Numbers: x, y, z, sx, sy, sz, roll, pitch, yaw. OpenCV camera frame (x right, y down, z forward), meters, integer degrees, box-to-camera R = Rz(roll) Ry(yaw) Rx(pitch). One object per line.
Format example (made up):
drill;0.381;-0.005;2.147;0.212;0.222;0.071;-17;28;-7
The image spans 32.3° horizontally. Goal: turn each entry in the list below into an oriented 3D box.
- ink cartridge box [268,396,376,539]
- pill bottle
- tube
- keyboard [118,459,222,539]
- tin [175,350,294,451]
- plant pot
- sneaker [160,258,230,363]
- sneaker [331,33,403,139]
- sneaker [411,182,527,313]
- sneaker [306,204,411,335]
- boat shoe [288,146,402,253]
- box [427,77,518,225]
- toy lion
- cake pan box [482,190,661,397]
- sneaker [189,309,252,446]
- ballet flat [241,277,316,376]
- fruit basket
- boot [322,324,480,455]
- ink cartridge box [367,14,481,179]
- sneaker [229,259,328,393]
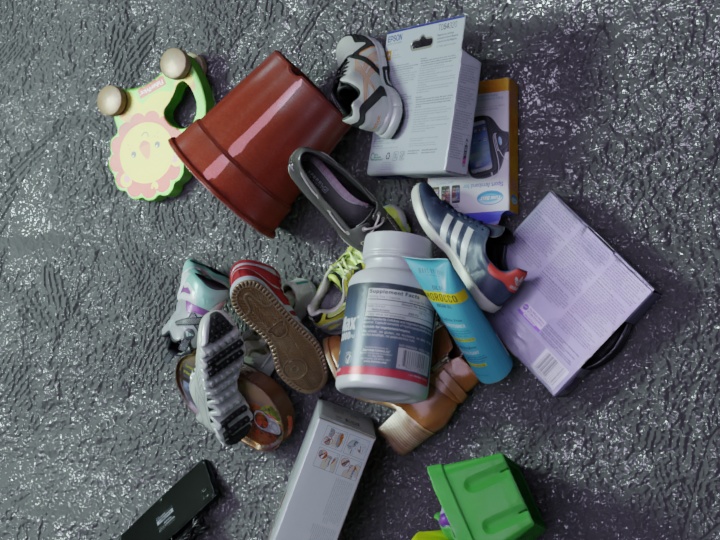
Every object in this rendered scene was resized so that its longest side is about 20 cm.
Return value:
ink cartridge box;-0.053;0.283;1.656;0.083;0.176;0.202;20;94;-3
pill bottle;0.037;0.059;1.571;0.119;0.119;0.202;0;74;27
tube;0.125;0.054;1.529;0.077;0.201;0.051;0;45;43
keyboard;-0.269;0.374;1.809;0.200;0.040;0.104;-44;44;17
tin;-0.176;0.177;1.748;0.199;0.042;0.113;25;132;27
plant pot;-0.128;-0.184;1.722;0.195;0.201;0.201;-47;66;5
sneaker;-0.240;0.065;1.743;0.077;0.200;0.141;26;95;-6
sneaker;-0.005;-0.262;1.689;0.074;0.079;0.201;-61;33;33
sneaker;0.142;-0.046;1.576;0.084;0.075;0.201;-41;67;20
sneaker;0.000;0.000;1.686;0.075;0.076;0.201;33;97;28
boat shoe;-0.017;-0.085;1.632;0.200;0.057;0.067;43;80;-4
box;0.149;-0.148;1.650;0.118;0.041;0.202;-2;84;28
toy lion;-0.303;-0.210;1.883;0.199;0.069;0.193;-26;80;22
cake pan box;0.251;0.032;1.568;0.200;0.052;0.185;46;107;24
sneaker;-0.201;0.141;1.678;0.081;0.075;0.202;24;127;39
ballet flat;-0.136;0.092;1.751;0.069;0.069;0.201;40;102;25
fruit basket;0.118;0.321;1.513;0.215;0.215;0.157;-31;71;20
boot;0.054;0.124;1.643;0.155;0.077;0.200;-46;64;13
ink cartridge box;0.086;-0.223;1.638;0.196;0.043;0.202;6;87;60
sneaker;-0.111;0.070;1.686;0.071;0.201;0.113;-32;25;4
